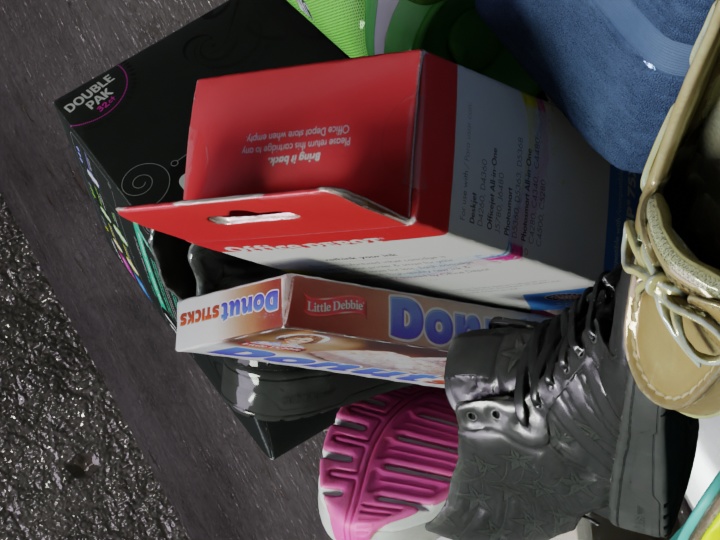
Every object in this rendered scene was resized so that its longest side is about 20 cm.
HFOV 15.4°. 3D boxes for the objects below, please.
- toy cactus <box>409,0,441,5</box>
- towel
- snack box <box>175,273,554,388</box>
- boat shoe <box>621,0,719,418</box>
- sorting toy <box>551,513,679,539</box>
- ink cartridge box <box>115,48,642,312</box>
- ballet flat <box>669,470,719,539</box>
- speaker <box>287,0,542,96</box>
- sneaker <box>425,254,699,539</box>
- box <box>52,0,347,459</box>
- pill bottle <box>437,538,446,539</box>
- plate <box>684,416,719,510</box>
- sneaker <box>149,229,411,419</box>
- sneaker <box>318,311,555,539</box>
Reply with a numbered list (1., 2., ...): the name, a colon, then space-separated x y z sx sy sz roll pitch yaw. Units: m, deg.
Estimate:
1. toy cactus: 0.006 -0.208 1.023 0.201 0.102 0.165 62 -174 -15
2. towel: 0.094 -0.113 0.922 0.112 0.048 0.200 52 165 13
3. snack box: 0.025 0.029 1.094 0.072 0.199 0.024 -12 73 49
4. boat shoe: 0.117 -0.026 0.843 0.073 0.063 0.201 53 143 28
5. sorting toy: 0.117 0.151 1.207 0.200 0.106 0.181 12 -109 -67
6. ink cartridge box: 0.014 -0.034 1.024 0.116 0.200 0.068 -4 76 39
7. ballet flat: 0.154 0.114 1.034 0.067 0.067 0.200 37 165 9
8. speaker: 0.007 -0.134 1.138 0.200 0.088 0.089 46 160 50
9. sneaker: 0.076 0.045 1.020 0.104 0.060 0.200 16 142 17
10. box: -0.048 -0.031 1.427 0.200 0.148 0.125 50 165 41
11. pill bottle: 0.114 0.184 1.342 0.201 0.114 0.114 64 167 -15
12. plate: 0.193 0.116 1.072 0.201 0.032 0.200 60 167 4
13. sneaker: -0.002 -0.001 1.154 0.060 0.199 0.105 26 124 45
14. sneaker: 0.047 0.090 1.218 0.081 0.200 0.089 21 120 27
